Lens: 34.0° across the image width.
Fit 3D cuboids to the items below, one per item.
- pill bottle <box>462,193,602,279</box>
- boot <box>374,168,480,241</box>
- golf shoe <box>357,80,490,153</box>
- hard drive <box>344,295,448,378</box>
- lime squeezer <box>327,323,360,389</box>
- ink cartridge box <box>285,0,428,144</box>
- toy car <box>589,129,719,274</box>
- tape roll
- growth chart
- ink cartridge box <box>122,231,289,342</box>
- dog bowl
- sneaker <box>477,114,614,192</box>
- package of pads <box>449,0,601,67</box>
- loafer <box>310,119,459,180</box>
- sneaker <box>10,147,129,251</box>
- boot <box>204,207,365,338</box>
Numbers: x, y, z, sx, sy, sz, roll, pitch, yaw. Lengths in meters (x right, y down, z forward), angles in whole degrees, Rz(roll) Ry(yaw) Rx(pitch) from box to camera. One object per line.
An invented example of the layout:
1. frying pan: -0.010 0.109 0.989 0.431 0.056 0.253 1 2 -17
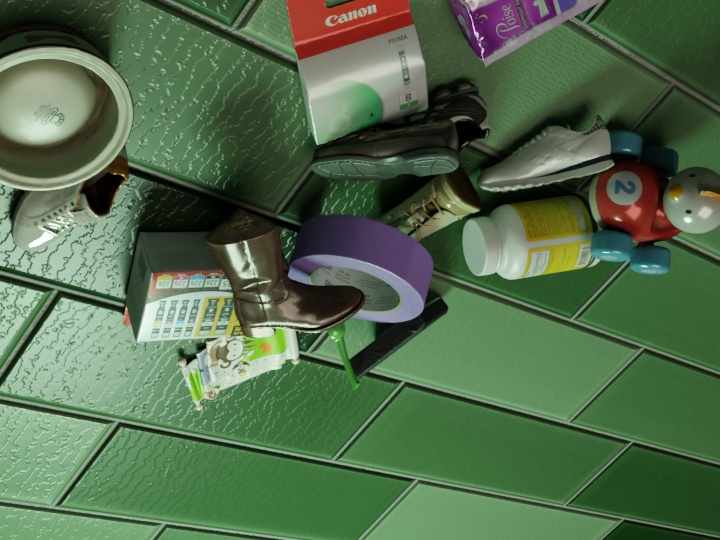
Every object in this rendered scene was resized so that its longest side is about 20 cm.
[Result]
1. pill bottle: 0.259 -0.049 1.773 0.197 0.113 0.113 -8 137 -19
2. boot: 0.086 -0.078 1.630 0.153 0.073 0.200 -31 179 10
3. golf shoe: 0.080 -0.176 1.566 0.198 0.095 0.078 -28 141 5
4. hard drive: 0.059 0.101 1.800 0.139 0.033 0.200 -38 176 14
5. lime squeezer: -0.065 0.083 1.721 0.038 0.199 0.071 -39 163 -53
6. ink cartridge box: 0.000 -0.265 1.468 0.159 0.050 0.201 -19 141 -8
7. toy car: 0.452 -0.104 1.696 0.175 0.187 0.199 15 167 -36
8. tape roll: 0.000 0.000 1.646 0.197 0.066 0.201 13 155 6
9. growth chart: -0.185 0.133 1.810 0.198 0.018 0.146 -24 138 -4
10. ink cartridge box: -0.219 0.037 1.642 0.197 0.084 0.177 -2 134 -26
11. dog bowl: -0.363 -0.191 1.341 0.197 0.074 0.202 -15 138 -14
12. sneaker: 0.262 -0.163 1.695 0.197 0.082 0.076 -13 -177 9
13. package of pads: 0.211 -0.355 1.459 0.198 0.076 0.121 -28 136 3
14. loafer: 0.033 -0.157 1.530 0.197 0.064 0.072 -1 161 17
15. sneaker: -0.360 -0.080 1.451 0.200 0.085 0.072 -42 138 21
16. boot: -0.096 -0.004 1.549 0.184 0.065 0.202 -15 132 -2
